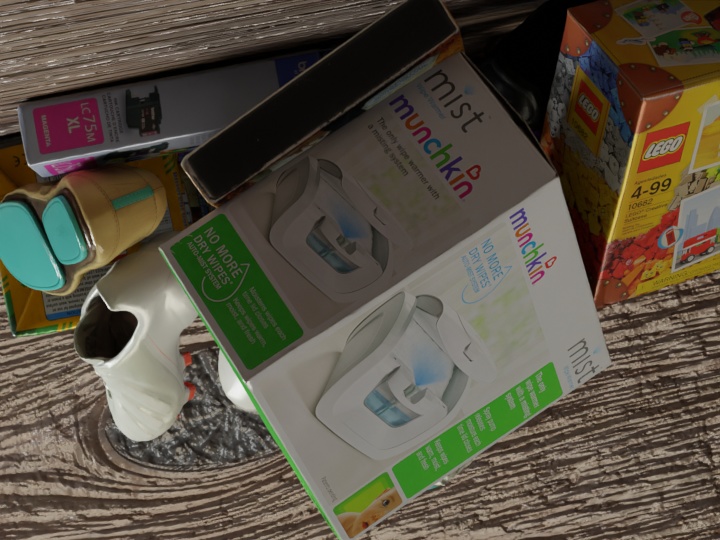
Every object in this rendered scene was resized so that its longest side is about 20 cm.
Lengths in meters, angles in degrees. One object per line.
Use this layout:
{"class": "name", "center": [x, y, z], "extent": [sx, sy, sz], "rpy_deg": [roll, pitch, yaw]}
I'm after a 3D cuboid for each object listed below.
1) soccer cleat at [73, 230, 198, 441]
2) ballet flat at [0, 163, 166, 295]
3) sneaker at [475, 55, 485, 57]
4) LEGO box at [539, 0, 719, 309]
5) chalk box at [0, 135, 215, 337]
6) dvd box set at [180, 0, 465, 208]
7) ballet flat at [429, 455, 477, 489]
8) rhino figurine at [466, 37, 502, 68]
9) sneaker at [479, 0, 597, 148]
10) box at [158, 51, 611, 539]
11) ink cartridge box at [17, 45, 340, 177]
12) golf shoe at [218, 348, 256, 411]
{"class": "soccer cleat", "center": [-0.135, 0.043, 1.348], "extent": [0.077, 0.070, 0.200], "rpy_deg": [-23, 157, -26]}
{"class": "ballet flat", "center": [-0.159, -0.025, 1.326], "extent": [0.063, 0.069, 0.200], "rpy_deg": [-25, -172, -21]}
{"class": "sneaker", "center": [0.118, -0.125, 1.501], "extent": [0.086, 0.075, 0.200], "rpy_deg": [2, 179, 12]}
{"class": "LEGO box", "center": [0.196, -0.080, 1.214], "extent": [0.199, 0.077, 0.150], "rpy_deg": [-17, 139, -24]}
{"class": "chalk box", "center": [-0.156, -0.030, 1.504], "extent": [0.124, 0.125, 0.200], "rpy_deg": [-11, 180, 8]}
{"class": "dvd box set", "center": [-0.012, -0.076, 1.169], "extent": [0.146, 0.030, 0.200], "rpy_deg": [-35, 175, 1]}
{"class": "ballet flat", "center": [0.060, 0.038, 1.286], "extent": [0.071, 0.072, 0.200], "rpy_deg": [-11, -153, 32]}
{"class": "rhino figurine", "center": [0.058, -0.102, 1.377], "extent": [0.199, 0.060, 0.087], "rpy_deg": [10, -153, 39]}
{"class": "sneaker", "center": [0.131, -0.117, 1.255], "extent": [0.200, 0.070, 0.100], "rpy_deg": [-33, 157, -36]}
{"class": "box", "center": [0.019, 0.017, 1.146], "extent": [0.176, 0.097, 0.200], "rpy_deg": [-32, 149, -5]}
{"class": "ink cartridge box", "center": [-0.088, -0.089, 1.287], "extent": [0.198, 0.042, 0.119], "rpy_deg": [-13, -179, -4]}
{"class": "golf shoe", "center": [-0.065, 0.026, 1.492], "extent": [0.097, 0.078, 0.201], "rpy_deg": [-22, 152, -41]}
